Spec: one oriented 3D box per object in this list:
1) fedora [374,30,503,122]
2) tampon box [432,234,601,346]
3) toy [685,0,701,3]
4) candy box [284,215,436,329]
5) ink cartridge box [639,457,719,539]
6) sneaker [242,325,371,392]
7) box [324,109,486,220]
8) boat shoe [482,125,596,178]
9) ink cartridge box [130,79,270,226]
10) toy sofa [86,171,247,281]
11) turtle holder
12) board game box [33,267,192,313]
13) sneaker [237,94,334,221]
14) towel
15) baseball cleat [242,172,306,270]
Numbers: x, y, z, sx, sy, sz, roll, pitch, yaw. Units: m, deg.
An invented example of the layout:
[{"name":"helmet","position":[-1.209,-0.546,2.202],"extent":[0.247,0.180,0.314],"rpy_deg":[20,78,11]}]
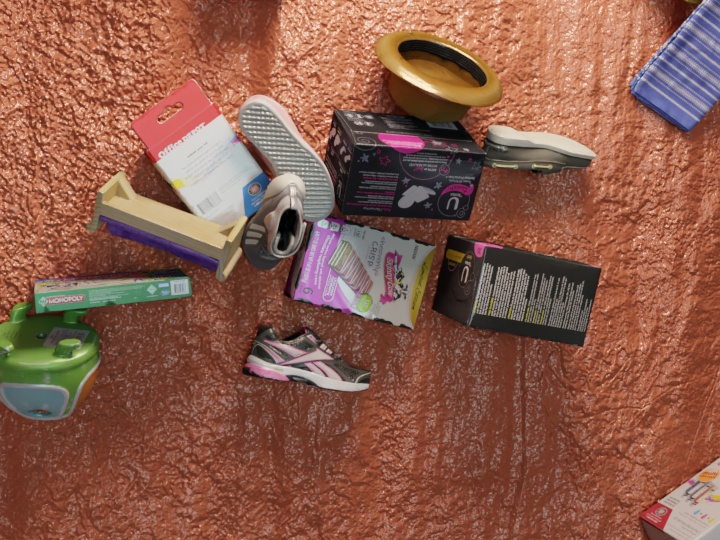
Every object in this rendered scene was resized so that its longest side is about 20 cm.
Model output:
[{"name":"fedora","position":[0.107,-0.275,1.451],"extent":[0.200,0.201,0.082],"rpy_deg":[8,130,-18]},{"name":"tampon box","position":[0.237,0.029,1.515],"extent":[0.199,0.150,0.127],"rpy_deg":[11,94,-19]},{"name":"toy","position":[0.523,-0.467,1.587],"extent":[0.199,0.115,0.047],"rpy_deg":[12,133,-21]},{"name":"candy box","position":[0.000,0.000,1.483],"extent":[0.199,0.061,0.137],"rpy_deg":[14,92,-19]},{"name":"ink cartridge box","position":[0.620,0.445,1.692],"extent":[0.200,0.145,0.145],"rpy_deg":[-31,105,-13]},{"name":"sneaker","position":[-0.071,0.131,1.471],"extent":[0.199,0.080,0.087],"rpy_deg":[14,82,-24]},{"name":"box","position":[0.059,-0.152,1.435],"extent":[0.199,0.132,0.115],"rpy_deg":[2,120,-19]},{"name":"boat shoe","position":[0.278,-0.181,1.547],"extent":[0.201,0.072,0.060],"rpy_deg":[5,117,-26]},{"name":"ink cartridge box","position":[-0.223,-0.155,1.388],"extent":[0.116,0.067,0.200],"rpy_deg":[-38,107,-10]},{"name":"toy sofa","position":[-0.263,-0.049,1.339],"extent":[0.199,0.083,0.098],"rpy_deg":[21,117,0]},{"name":"turtle holder","position":[-0.443,0.132,1.319],"extent":[0.185,0.141,0.132],"rpy_deg":[-9,120,-27]},{"name":"board game box","position":[-0.339,0.025,1.339],"extent":[0.199,0.135,0.029],"rpy_deg":[-6,99,-17]},{"name":"sneaker","position":[-0.105,-0.168,1.408],"extent":[0.075,0.105,0.200],"rpy_deg":[-33,112,6]},{"name":"towel","position":[0.549,-0.332,1.591],"extent":[0.145,0.024,0.200],"rpy_deg":[29,117,-20]},{"name":"baseball cleat","position":[-0.123,-0.043,1.364],"extent":[0.069,0.200,0.107],"rpy_deg":[5,52,-13]}]
